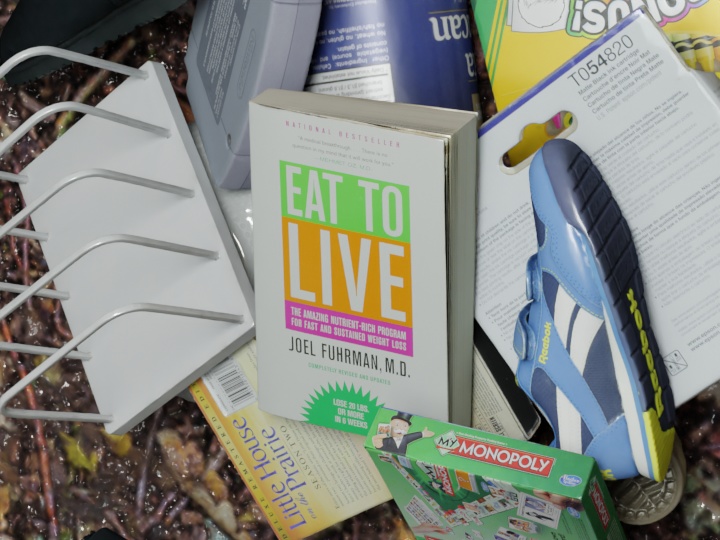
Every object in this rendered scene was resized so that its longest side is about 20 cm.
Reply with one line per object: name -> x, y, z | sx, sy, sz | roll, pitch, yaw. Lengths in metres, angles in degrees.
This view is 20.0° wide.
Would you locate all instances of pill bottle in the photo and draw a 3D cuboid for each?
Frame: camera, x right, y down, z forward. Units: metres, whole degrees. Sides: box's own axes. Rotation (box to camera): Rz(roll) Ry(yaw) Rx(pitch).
pill bottle -> 0.019, -0.111, 1.274 | 0.110, 0.111, 0.202 | -5, 96, 24

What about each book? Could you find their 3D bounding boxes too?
book -> 0.000, 0.000, 1.197 | 0.133, 0.048, 0.202 | 10, 117, 25

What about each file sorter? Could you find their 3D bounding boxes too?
file sorter -> -0.177, -0.021, 1.275 | 0.138, 0.124, 0.201 | -36, 64, 27

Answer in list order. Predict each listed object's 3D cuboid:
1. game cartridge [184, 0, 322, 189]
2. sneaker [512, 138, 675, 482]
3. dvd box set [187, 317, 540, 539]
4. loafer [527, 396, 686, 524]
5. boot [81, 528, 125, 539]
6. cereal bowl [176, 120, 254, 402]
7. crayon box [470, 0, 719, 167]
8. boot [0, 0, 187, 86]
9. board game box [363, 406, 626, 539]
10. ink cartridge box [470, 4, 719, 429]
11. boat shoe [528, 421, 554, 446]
game cartridge -> -0.066, -0.155, 1.258 | 0.201, 0.040, 0.134 | 109, 155, -42
sneaker -> 0.116, 0.028, 1.137 | 0.082, 0.074, 0.202 | -9, 101, 25
dvd box set -> -0.005, 0.074, 1.270 | 0.199, 0.029, 0.147 | -28, 96, 30
loafer -> 0.140, 0.065, 1.268 | 0.075, 0.068, 0.201 | -28, 78, 16
boot -> -0.149, 0.296, 1.414 | 0.167, 0.076, 0.202 | 19, 98, 17
cereal bowl -> -0.097, -0.002, 1.357 | 0.198, 0.083, 0.202 | 3, 98, 23
crayon box -> 0.170, -0.161, 1.227 | 0.199, 0.058, 0.174 | -14, 91, 24
boot -> -0.201, -0.222, 1.301 | 0.199, 0.076, 0.169 | -18, 110, 45
board game box -> 0.091, 0.153, 1.212 | 0.134, 0.200, 0.029 | 12, 63, 24
ink cartridge box -> 0.149, -0.019, 1.174 | 0.199, 0.041, 0.201 | -35, 91, 25
boat shoe -> 0.083, 0.111, 1.300 | 0.070, 0.070, 0.201 | -40, 82, 26
